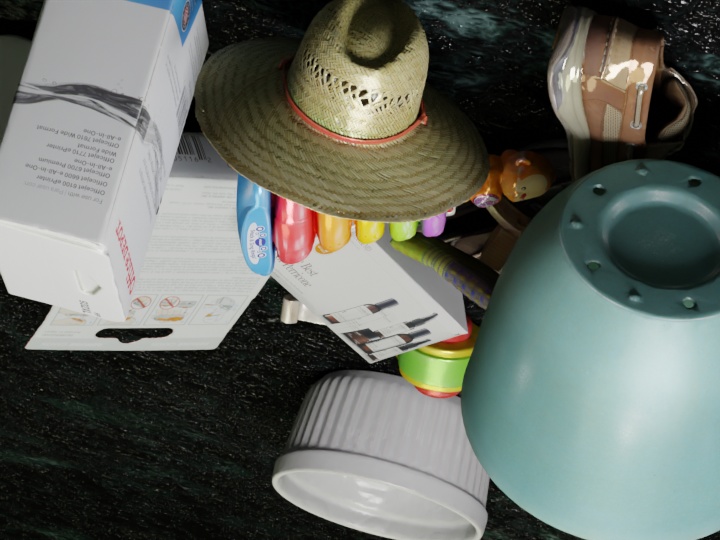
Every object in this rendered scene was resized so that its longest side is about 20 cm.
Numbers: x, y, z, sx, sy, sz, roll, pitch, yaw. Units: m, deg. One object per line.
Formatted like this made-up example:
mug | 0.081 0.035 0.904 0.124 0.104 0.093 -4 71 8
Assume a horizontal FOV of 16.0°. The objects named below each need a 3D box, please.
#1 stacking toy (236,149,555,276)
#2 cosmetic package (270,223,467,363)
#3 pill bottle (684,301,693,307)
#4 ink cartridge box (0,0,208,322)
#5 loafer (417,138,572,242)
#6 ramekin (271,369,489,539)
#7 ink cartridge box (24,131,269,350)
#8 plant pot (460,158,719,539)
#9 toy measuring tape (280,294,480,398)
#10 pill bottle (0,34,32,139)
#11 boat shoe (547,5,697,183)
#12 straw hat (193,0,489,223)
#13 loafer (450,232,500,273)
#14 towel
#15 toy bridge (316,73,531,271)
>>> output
stacking toy | 0.023 -0.058 1.602 0.198 0.111 0.116 2 149 1
cosmetic package | 0.000 0.000 1.780 0.082 0.051 0.200 -20 150 18
pill bottle | 0.233 0.007 1.677 0.112 0.113 0.199 28 157 -33
ink cartridge box | -0.162 -0.089 1.578 0.083 0.201 0.145 13 161 5
loafer | 0.109 -0.044 1.706 0.199 0.063 0.072 -2 154 42
ramekin | 0.027 0.167 2.310 0.198 0.106 0.200 13 162 4
ink cartridge box | -0.134 -0.018 1.779 0.159 0.048 0.200 1 143 -32
plant pot | 0.166 0.034 1.498 0.199 0.201 0.162 14 139 5
toy measuring tape | 0.028 0.059 2.044 0.198 0.074 0.074 11 161 7
pill bottle | -0.212 -0.077 1.789 0.113 0.115 0.200 6 159 25
boat shoe | 0.163 -0.088 1.527 0.071 0.076 0.200 7 161 18
straw hat | 0.000 -0.118 1.514 0.199 0.202 0.086 17 123 -4
loafer | 0.156 0.011 1.813 0.198 0.072 0.073 10 161 15
towel | 0.117 0.043 1.672 0.200 0.023 0.143 39 -173 26
toy bridge | 0.026 -0.081 1.656 0.199 0.027 0.067 34 128 -3
